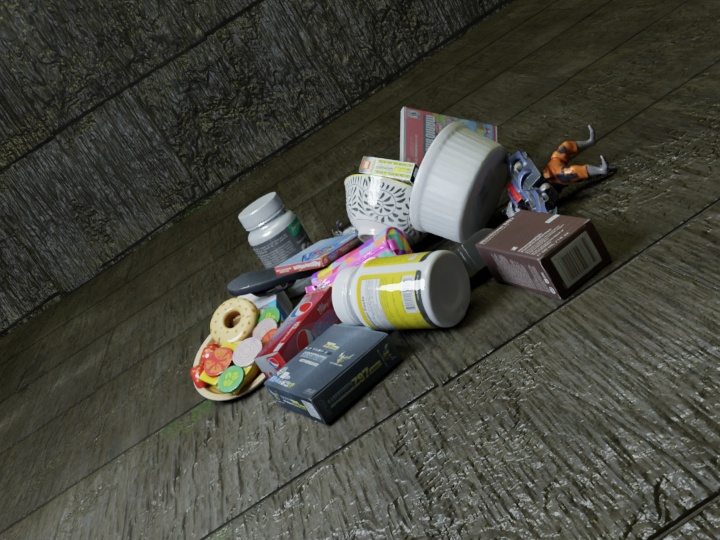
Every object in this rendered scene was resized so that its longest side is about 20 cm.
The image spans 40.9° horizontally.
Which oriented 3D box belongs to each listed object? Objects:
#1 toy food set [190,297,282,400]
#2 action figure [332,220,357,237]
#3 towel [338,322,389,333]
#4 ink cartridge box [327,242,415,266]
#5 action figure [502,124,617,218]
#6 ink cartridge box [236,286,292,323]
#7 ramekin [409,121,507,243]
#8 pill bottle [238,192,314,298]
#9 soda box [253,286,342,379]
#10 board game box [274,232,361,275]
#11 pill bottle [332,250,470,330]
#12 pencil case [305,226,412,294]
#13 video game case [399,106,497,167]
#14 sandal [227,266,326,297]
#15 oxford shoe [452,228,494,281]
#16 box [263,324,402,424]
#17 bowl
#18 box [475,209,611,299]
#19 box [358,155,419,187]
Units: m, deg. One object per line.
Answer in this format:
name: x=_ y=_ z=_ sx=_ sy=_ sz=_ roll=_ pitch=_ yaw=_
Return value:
toy food set: x=-0.218 y=0.142 z=1.721 sx=0.197 sy=0.049 sz=0.201 roll=13 pitch=60 yaw=41
action figure: x=0.001 y=-0.103 z=2.082 sx=0.129 sy=0.070 sz=0.200 roll=-10 pitch=31 yaw=41
towel: x=0.054 y=0.052 z=1.635 sx=0.200 sy=0.022 sz=0.146 roll=-41 pitch=19 yaw=-25
ink cartridge box: x=0.009 y=-0.026 z=1.889 sx=0.199 sy=0.048 sz=0.146 roll=-32 pitch=17 yaw=12
action figure: x=0.324 y=-0.131 z=1.590 sx=0.193 sy=0.104 sz=0.201 roll=-33 pitch=43 yaw=22
ink cartridge box: x=-0.196 y=0.090 z=1.899 sx=0.115 sy=0.068 sz=0.200 roll=-30 pitch=18 yaw=6
ramekin: x=0.175 y=-0.145 z=1.668 sx=0.097 sy=0.202 sz=0.201 roll=25 pitch=49 yaw=23
pill bottle: x=-0.162 y=-0.053 z=2.004 sx=0.112 sy=0.201 sz=0.113 roll=-29 pitch=17 yaw=10
soda box: x=-0.097 y=0.112 z=1.655 sx=0.063 sy=0.070 sz=0.200 roll=-20 pitch=22 yaw=39
board game box: x=-0.074 y=-0.034 z=1.851 sx=0.102 sy=0.020 sz=0.200 roll=-12 pitch=11 yaw=27
pill bottle: x=0.059 y=0.034 z=1.478 sx=0.199 sy=0.115 sz=0.114 roll=-5 pitch=31 yaw=41
pencil case: x=0.000 y=0.000 z=1.742 sx=0.199 sy=0.089 sz=0.089 roll=-33 pitch=15 yaw=25
video game case: x=0.171 y=-0.230 z=1.846 sx=0.017 sy=0.198 sz=0.145 roll=132 pitch=144 yaw=-61
sandal: x=-0.157 y=0.021 z=1.862 sx=0.198 sy=0.043 sz=0.076 roll=-15 pitch=22 yaw=-16
oxford shoe: x=0.148 y=0.007 z=1.545 sx=0.199 sy=0.072 sz=0.071 roll=-30 pitch=-15 yaw=13
box: x=-0.046 y=0.154 z=1.483 sx=0.157 sy=0.051 sz=0.200 roll=-38 pitch=17 yaw=-20
bowl: x=0.051 y=-0.094 z=1.801 sx=0.200 sy=0.200 sz=0.095 roll=-4 pitch=64 yaw=57
box: x=0.260 y=-0.028 z=1.397 sx=0.100 sy=0.075 sz=0.200 roll=-37 pitch=16 yaw=-12
box: x=0.084 y=-0.150 z=1.812 sx=0.109 sy=0.200 sz=0.035 roll=12 pitch=75 yaw=28
